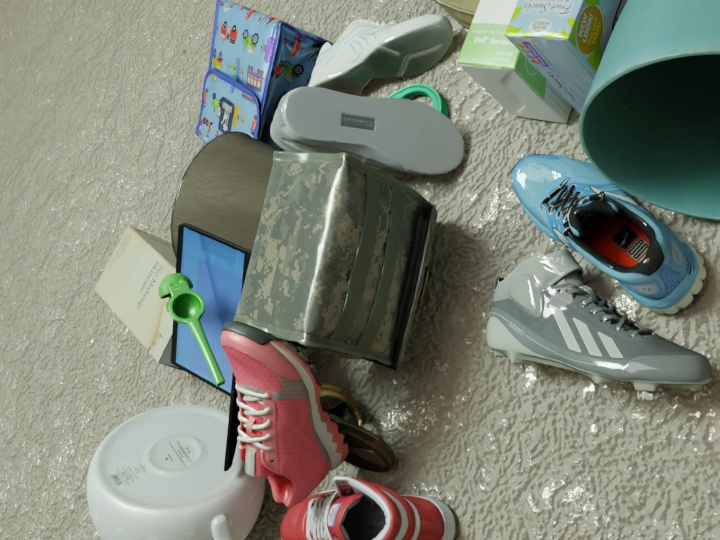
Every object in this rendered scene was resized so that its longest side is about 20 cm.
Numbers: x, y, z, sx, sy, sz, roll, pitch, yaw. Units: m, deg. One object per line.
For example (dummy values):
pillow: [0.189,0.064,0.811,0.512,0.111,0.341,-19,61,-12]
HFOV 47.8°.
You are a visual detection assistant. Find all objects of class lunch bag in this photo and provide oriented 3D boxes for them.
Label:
lunch bag: [-0.142,-0.226,1.053,0.150,0.093,0.203,32,107,42]
lunch bag: [0.000,0.000,0.757,0.116,0.199,0.167,9,83,41]

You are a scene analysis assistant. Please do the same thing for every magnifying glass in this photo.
magnifying glass: [0.015,-0.172,0.929,0.198,0.022,0.081,7,79,42]

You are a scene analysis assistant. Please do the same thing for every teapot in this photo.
teapot: [-0.187,0.251,0.855,0.193,0.201,0.149,5,117,6]

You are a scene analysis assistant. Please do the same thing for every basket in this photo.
basket: [-0.092,-0.059,0.906,0.198,0.136,0.183,14,76,38]

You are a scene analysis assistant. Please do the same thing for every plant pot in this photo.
plant pot: [0.275,-0.156,0.594,0.198,0.200,0.163,1,63,40]

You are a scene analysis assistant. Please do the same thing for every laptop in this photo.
laptop: [-0.162,0.070,0.842,0.201,0.101,0.180,-91,9,-68]

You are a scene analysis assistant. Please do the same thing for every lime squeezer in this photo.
lime squeezer: [-0.181,0.045,0.826,0.200,0.037,0.072,35,124,57]

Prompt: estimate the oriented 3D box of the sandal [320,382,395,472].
sandal: [-0.038,0.144,0.830,0.198,0.082,0.055,15,61,49]

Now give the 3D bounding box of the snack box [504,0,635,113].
snack box: [0.218,-0.246,0.685,0.067,0.168,0.203,17,84,43]

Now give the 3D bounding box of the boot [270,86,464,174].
boot: [0.004,-0.141,0.849,0.095,0.197,0.075,171,111,-74]

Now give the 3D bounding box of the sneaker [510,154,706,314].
sneaker: [0.196,-0.049,0.681,0.079,0.089,0.200,-54,47,9]

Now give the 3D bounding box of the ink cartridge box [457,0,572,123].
ink cartridge box: [0.177,-0.257,0.758,0.067,0.116,0.203,18,86,41]

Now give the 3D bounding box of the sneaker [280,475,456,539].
sneaker: [-0.023,0.230,0.744,0.198,0.112,0.073,-15,63,35]

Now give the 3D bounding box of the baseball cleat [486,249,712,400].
baseball cleat: [0.186,0.038,0.662,0.198,0.069,0.109,6,93,41]

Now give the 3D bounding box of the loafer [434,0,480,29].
loafer: [0.100,-0.320,0.881,0.200,0.067,0.077,41,102,43]

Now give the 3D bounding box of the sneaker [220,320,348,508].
sneaker: [-0.073,0.131,0.696,0.073,0.202,0.087,12,50,38]

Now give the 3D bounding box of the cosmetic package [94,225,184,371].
cosmetic package: [-0.253,0.034,1.042,0.199,0.073,0.105,33,96,43]

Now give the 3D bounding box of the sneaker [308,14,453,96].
sneaker: [0.017,-0.257,0.928,0.198,0.070,0.082,-14,62,37]
